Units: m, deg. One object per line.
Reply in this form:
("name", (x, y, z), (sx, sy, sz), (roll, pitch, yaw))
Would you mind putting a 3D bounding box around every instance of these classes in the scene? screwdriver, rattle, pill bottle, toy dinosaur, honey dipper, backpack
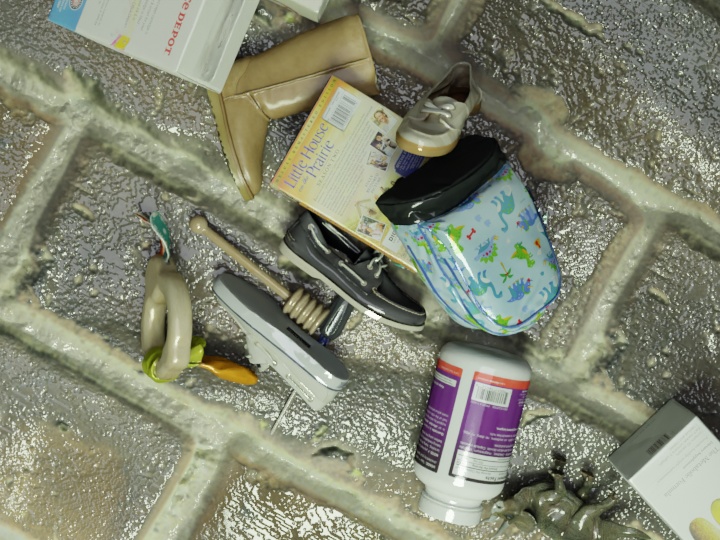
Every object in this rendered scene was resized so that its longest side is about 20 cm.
("screwdriver", (-0.063, 0.112, 1.454), (0.029, 0.028, 0.201), (30, 96, -33))
("rattle", (-0.193, 0.029, 1.425), (0.141, 0.130, 0.202), (-1, 68, -12))
("pill bottle", (0.128, 0.191, 1.420), (0.111, 0.112, 0.202), (14, 95, -2))
("toy dinosaur", (0.250, 0.292, 1.461), (0.199, 0.077, 0.103), (21, 106, -8))
("honey dipper", (-0.125, 0.001, 1.431), (0.199, 0.038, 0.038), (37, 93, 3))
("backpack", (0.133, -0.024, 1.326), (0.163, 0.153, 0.201), (-33, 121, -25))

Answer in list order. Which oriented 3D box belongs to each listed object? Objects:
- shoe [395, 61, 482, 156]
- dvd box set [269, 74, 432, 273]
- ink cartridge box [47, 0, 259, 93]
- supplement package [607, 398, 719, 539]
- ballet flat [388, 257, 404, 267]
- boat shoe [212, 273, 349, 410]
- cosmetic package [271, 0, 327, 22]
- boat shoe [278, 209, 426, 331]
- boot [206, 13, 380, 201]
("shoe", (0.089, -0.182, 1.349), (0.069, 0.200, 0.054), (14, 120, 15))
("dvd box set", (0.015, -0.109, 1.374), (0.199, 0.029, 0.147), (30, 83, -7))
("ink cartridge box", (-0.216, -0.290, 1.339), (0.199, 0.125, 0.129), (25, 94, 16))
("supplement package", (0.411, 0.270, 1.433), (0.114, 0.110, 0.200), (-44, 94, 3))
("ballet flat", (0.130, -0.034, 1.419), (0.198, 0.069, 0.064), (1, 118, -1))
("boat shoe", (-0.107, 0.088, 1.426), (0.200, 0.071, 0.070), (40, 108, 3))
("cosmetic package", (-0.117, -0.376, 1.381), (0.199, 0.087, 0.104), (26, 92, -2))
("boat shoe", (0.000, 0.000, 1.418), (0.199, 0.073, 0.063), (33, 108, 1))
("boot", (-0.072, -0.191, 1.409), (0.198, 0.066, 0.177), (-16, 95, -1))
